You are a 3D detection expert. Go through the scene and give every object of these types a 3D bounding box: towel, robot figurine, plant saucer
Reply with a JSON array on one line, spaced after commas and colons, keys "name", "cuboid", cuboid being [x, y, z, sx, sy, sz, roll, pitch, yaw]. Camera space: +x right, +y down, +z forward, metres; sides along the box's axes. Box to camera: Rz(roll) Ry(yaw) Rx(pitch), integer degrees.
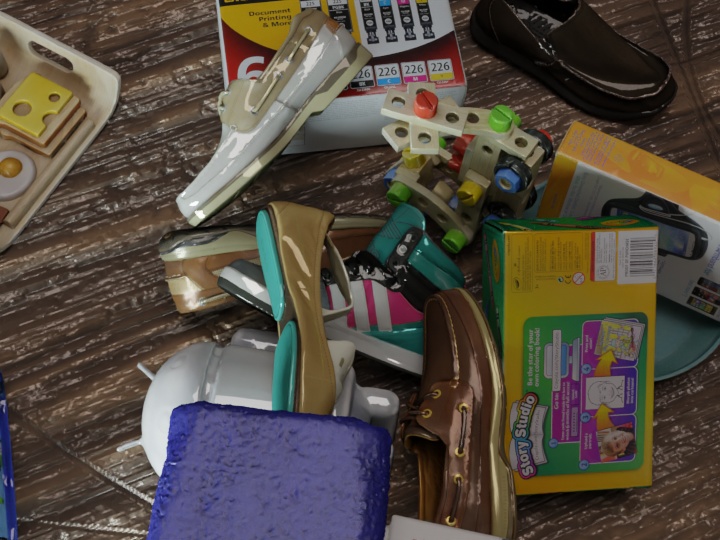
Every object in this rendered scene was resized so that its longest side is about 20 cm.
[{"name": "towel", "cuboid": [-0.061, 0.185, 0.843, 0.147, 0.050, 0.201, 7, 68, 2]}, {"name": "robot figurine", "cuboid": [-0.074, 0.115, 1.008, 0.199, 0.113, 0.170, 9, 48, 2]}, {"name": "plant saucer", "cuboid": [0.207, 0.008, 1.127, 0.199, 0.036, 0.200, 1, 61, -3]}]

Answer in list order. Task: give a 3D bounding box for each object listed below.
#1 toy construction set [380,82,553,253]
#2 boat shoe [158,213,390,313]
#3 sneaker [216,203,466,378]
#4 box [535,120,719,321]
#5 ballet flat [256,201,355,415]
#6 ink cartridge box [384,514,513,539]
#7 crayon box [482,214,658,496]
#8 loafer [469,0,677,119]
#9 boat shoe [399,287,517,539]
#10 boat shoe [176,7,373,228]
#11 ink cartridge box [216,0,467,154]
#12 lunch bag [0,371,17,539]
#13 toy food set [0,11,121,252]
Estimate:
[{"name": "toy construction set", "cuboid": [0.075, -0.086, 1.078, 0.131, 0.200, 0.092, 32, 75, 13]}, {"name": "boat shoe", "cuboid": [-0.062, -0.005, 1.107, 0.199, 0.076, 0.074, -7, 94, -15]}, {"name": "sneaker", "cuboid": [0.000, 0.000, 1.049, 0.200, 0.084, 0.121, 22, 87, -19]}, {"name": "box", "cuboid": [0.237, -0.030, 1.062, 0.200, 0.119, 0.042, 24, 60, 9]}, {"name": "ballet flat", "cuboid": [-0.032, 0.038, 0.952, 0.063, 0.069, 0.201, 1, 63, -16]}, {"name": "ink cartridge box", "cuboid": [0.099, 0.258, 0.887, 0.199, 0.084, 0.145, 12, 49, 1]}, {"name": "crayon box", "cuboid": [0.153, 0.062, 1.016, 0.118, 0.058, 0.201, -2, 99, -10]}, {"name": "loafer", "cuboid": [0.189, -0.200, 1.219, 0.200, 0.071, 0.073, 26, 63, 11]}, {"name": "boat shoe", "cuboid": [0.064, 0.108, 0.985, 0.067, 0.072, 0.201, 0, 73, -18]}, {"name": "boat shoe", "cuboid": [-0.081, -0.122, 1.085, 0.068, 0.075, 0.200, 44, 78, -5]}, {"name": "ink cartridge box", "cuboid": [-0.023, -0.200, 1.199, 0.199, 0.084, 0.176, -7, 62, -6]}, {"name": "lunch bag", "cuboid": [-0.333, 0.154, 1.000, 0.150, 0.094, 0.200, -10, 50, -7]}, {"name": "toy food set", "cuboid": [-0.314, -0.122, 1.154, 0.143, 0.060, 0.200, 27, 64, 11]}]
